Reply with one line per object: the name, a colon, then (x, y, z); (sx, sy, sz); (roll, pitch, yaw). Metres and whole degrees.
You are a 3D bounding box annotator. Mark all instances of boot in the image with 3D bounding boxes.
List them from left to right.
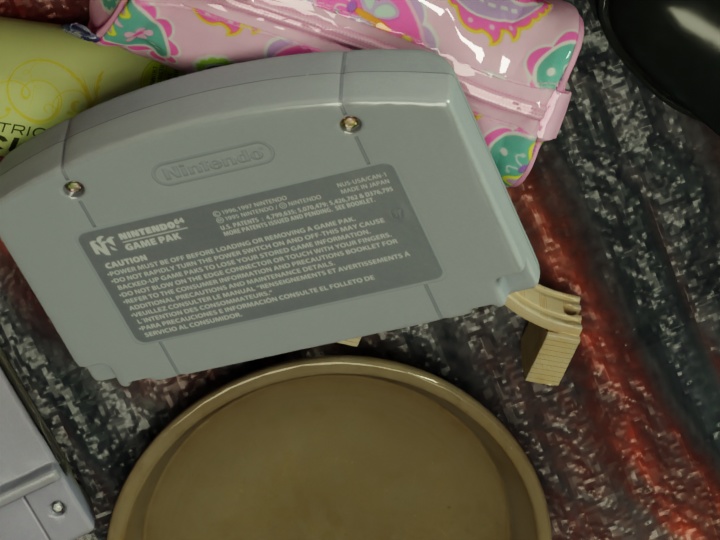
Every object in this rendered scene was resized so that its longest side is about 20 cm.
boot: (0.188, -0.047, 1.194); (0.198, 0.163, 0.073); (37, 105, -20)

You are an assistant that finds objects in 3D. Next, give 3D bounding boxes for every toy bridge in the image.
toy bridge: (0.000, 0.000, 1.259); (0.199, 0.027, 0.067); (13, 134, -11)

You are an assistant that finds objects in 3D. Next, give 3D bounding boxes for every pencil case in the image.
pencil case: (-0.013, -0.100, 1.194); (0.199, 0.088, 0.088); (19, 111, -15)

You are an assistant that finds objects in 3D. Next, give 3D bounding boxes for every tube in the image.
tube: (-0.139, -0.075, 1.212); (0.199, 0.052, 0.058); (10, 155, -20)

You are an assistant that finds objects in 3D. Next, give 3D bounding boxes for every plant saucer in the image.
plant saucer: (-0.015, 0.124, 1.326); (0.199, 0.029, 0.201); (-2, 114, -5)

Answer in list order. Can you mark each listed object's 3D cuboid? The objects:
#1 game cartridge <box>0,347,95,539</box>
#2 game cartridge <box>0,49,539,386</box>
game cartridge: (-0.215, 0.057, 1.274); (0.129, 0.038, 0.201); (-27, 114, 2)
game cartridge: (-0.041, -0.023, 1.193); (0.199, 0.041, 0.134); (-12, 136, 16)
